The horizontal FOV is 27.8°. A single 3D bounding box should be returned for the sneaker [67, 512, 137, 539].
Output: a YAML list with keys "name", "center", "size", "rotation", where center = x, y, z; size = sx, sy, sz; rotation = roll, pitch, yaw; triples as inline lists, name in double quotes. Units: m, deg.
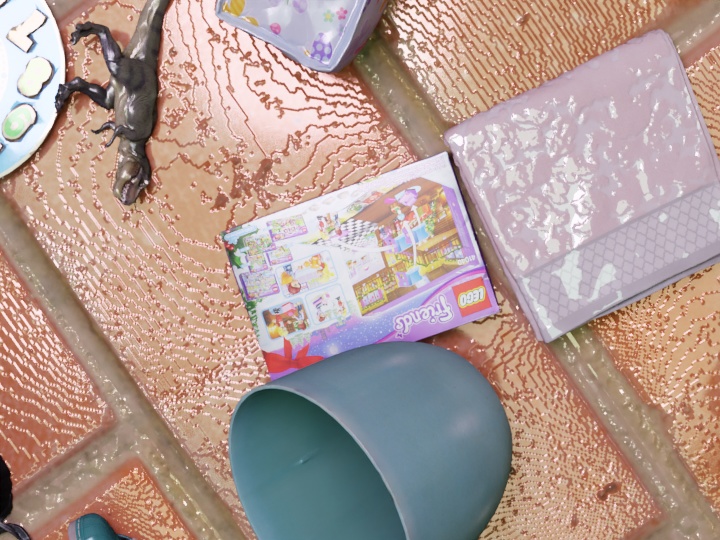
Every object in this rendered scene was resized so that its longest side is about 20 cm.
- name: "sneaker"
  center: [-0.163, 0.275, 1.215]
  size: [0.080, 0.071, 0.201]
  rotation: [-35, 97, 1]

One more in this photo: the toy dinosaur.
- name: "toy dinosaur"
  center: [-0.198, -0.159, 1.183]
  size: [0.087, 0.047, 0.202]
  rotation: [10, 95, -20]

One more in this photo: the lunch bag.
- name: "lunch bag"
  center: [-0.020, -0.261, 1.103]
  size: [0.126, 0.170, 0.201]
  rotation: [29, 99, -2]

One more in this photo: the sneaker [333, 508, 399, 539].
- name: "sneaker"
  center: [0.049, 0.273, 1.194]
  size: [0.200, 0.077, 0.078]
  rotation: [43, 98, 1]

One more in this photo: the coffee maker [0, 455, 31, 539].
- name: "coffee maker"
  center: [-0.355, 0.190, 1.149]
  size: [0.191, 0.200, 0.136]
  rotation: [31, 97, 0]

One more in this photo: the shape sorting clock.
- name: "shape sorting clock"
  center: [-0.341, -0.166, 1.187]
  size: [0.197, 0.039, 0.203]
  rotation: [0, 97, -3]

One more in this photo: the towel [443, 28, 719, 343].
- name: "towel"
  center: [0.191, -0.066, 1.163]
  size: [0.198, 0.032, 0.193]
  rotation: [-25, 93, -4]

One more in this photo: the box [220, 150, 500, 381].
- name: "box"
  center: [0.000, 0.000, 1.190]
  size: [0.198, 0.039, 0.138]
  rotation: [-19, 93, 5]

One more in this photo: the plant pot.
- name: "plant pot"
  center: [0.022, 0.148, 1.123]
  size: [0.160, 0.200, 0.202]
  rotation: [-27, 94, -38]
